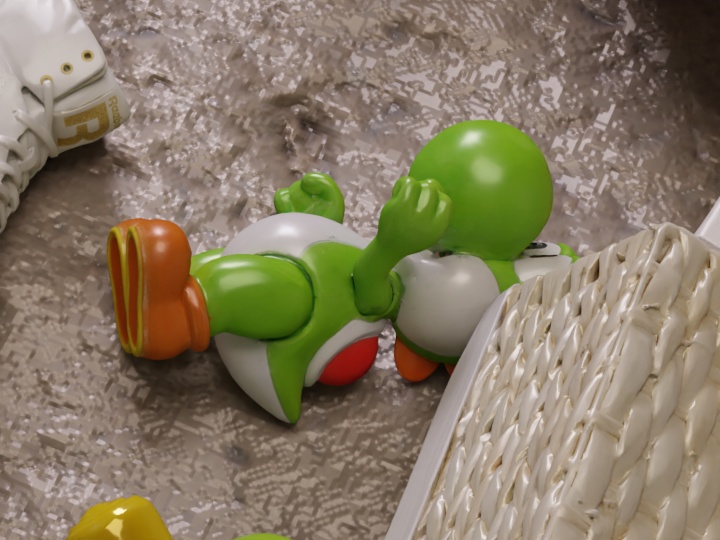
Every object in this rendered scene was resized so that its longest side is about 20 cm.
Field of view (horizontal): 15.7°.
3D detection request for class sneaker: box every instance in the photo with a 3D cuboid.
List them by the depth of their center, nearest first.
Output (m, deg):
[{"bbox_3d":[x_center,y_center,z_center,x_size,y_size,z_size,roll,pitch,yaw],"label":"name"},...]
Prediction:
[{"bbox_3d":[-0.151,-0.051,1.105,0.115,0.074,0.201,-8,58,-9],"label":"sneaker"}]

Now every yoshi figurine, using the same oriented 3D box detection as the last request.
[{"bbox_3d":[-0.002,-0.015,1.084,0.199,0.112,0.113,-3,51,-13],"label":"yoshi figurine"}]

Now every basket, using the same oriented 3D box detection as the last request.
[{"bbox_3d":[0.100,0.101,0.986,0.135,0.123,0.201,35,56,-16],"label":"basket"}]

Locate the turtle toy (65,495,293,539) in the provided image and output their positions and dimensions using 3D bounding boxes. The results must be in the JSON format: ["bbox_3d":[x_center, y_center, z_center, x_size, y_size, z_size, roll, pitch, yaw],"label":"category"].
[{"bbox_3d":[-0.083,0.161,0.961,0.199,0.101,0.146,-28,88,-25],"label":"turtle toy"}]

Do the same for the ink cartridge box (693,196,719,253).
[{"bbox_3d":[0.226,-0.018,1.100,0.128,0.125,0.200,31,59,12],"label":"ink cartridge box"}]
